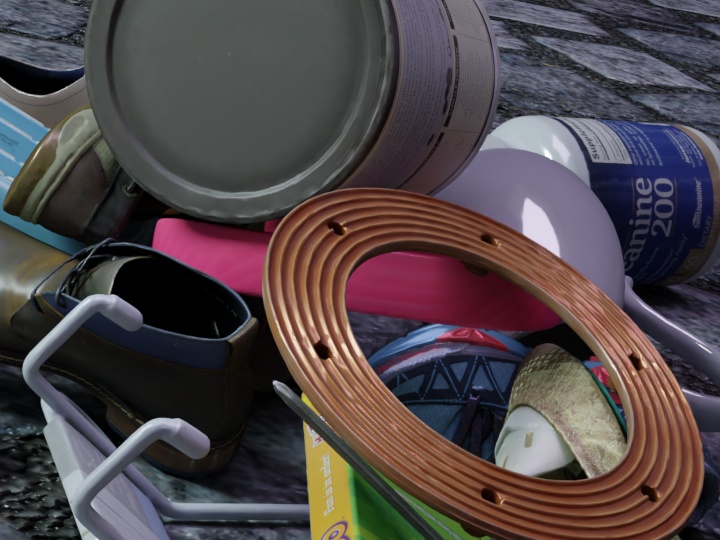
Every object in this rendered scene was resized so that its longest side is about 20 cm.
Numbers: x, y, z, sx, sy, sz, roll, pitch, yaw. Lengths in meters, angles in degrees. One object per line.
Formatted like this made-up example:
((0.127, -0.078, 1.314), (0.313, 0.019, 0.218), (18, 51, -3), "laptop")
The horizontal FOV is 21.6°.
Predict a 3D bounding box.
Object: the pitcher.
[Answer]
((0.115, 0.019, 1.045), (0.171, 0.122, 0.200), (12, 27, -18), "pitcher")

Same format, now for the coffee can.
((-0.024, -0.098, 0.915), (0.146, 0.147, 0.200), (19, 8, 17), "coffee can")

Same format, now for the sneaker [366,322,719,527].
((0.085, 0.080, 0.896), (0.199, 0.080, 0.096), (6, 22, -20), "sneaker")

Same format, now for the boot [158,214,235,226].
((-0.136, -0.038, 1.141), (0.199, 0.069, 0.188), (12, 30, 14), "boot")

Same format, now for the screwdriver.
((0.042, 0.108, 0.701), (0.200, 0.029, 0.028), (50, 15, -7), "screwdriver")

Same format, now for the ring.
((0.049, 0.040, 0.755), (0.200, 0.019, 0.201), (23, 33, -15), "ring")

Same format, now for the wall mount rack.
((-0.055, 0.100, 0.763), (0.174, 0.075, 0.200), (47, 2, -30), "wall mount rack")

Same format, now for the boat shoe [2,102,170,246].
((-0.114, -0.056, 0.962), (0.065, 0.073, 0.200), (40, 29, -1), "boat shoe")

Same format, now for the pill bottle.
((0.141, -0.045, 1.248), (0.199, 0.111, 0.111), (0, 22, -34), "pill bottle")

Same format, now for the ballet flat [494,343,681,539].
((0.092, 0.105, 0.789), (0.065, 0.071, 0.200), (-5, 40, -22), "ballet flat")

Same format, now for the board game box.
((0.020, 0.120, 0.711), (0.096, 0.030, 0.200), (45, 13, -22), "board game box")

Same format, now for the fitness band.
((0.000, 0.000, 0.898), (0.199, 0.038, 0.144), (7, 6, 1), "fitness band")

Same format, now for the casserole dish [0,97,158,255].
((-0.183, -0.049, 0.983), (0.200, 0.039, 0.121), (32, 19, -7), "casserole dish")

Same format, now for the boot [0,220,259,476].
((-0.128, 0.004, 0.854), (0.200, 0.097, 0.075), (32, 51, 6), "boot")

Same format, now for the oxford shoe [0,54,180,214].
((-0.131, -0.081, 1.071), (0.199, 0.073, 0.071), (8, 26, 9), "oxford shoe")

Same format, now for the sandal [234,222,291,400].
((-0.034, -0.005, 1.016), (0.080, 0.054, 0.200), (47, 34, -4), "sandal")
